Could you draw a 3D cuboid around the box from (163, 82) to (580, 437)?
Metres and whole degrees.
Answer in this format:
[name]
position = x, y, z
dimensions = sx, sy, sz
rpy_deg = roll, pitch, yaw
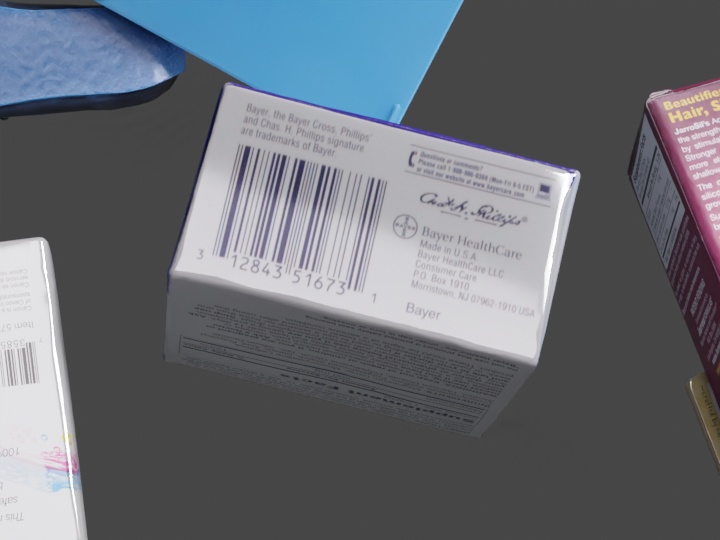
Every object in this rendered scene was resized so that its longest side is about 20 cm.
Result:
[box]
position = 0.000, 0.000, 1.275
dimensions = 0.182, 0.200, 0.106
rpy_deg = 14, 75, -2

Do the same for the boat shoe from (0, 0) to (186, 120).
[boat shoe]
position = -0.196, -0.104, 1.350
dimensions = 0.198, 0.069, 0.085
rpy_deg = 6, 78, -7

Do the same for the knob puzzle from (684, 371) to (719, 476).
[knob puzzle]
position = 0.302, 0.108, 1.366
dimensions = 0.218, 0.030, 0.222
rpy_deg = 1, 77, -5

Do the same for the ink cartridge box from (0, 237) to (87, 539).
[ink cartridge box]
position = -0.214, 0.103, 1.260
dimensions = 0.144, 0.145, 0.202
rpy_deg = -6, 78, -7

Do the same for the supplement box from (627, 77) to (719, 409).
[supplement box]
position = 0.238, -0.003, 1.332
dimensions = 0.130, 0.103, 0.201
rpy_deg = -16, 69, -8

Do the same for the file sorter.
[file sorter]
position = -0.034, -0.185, 1.333
dimensions = 0.199, 0.123, 0.139
rpy_deg = 29, 117, 0
